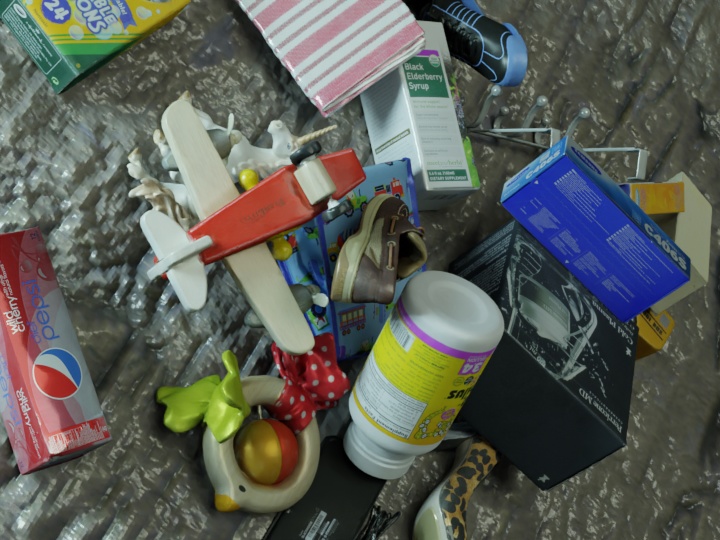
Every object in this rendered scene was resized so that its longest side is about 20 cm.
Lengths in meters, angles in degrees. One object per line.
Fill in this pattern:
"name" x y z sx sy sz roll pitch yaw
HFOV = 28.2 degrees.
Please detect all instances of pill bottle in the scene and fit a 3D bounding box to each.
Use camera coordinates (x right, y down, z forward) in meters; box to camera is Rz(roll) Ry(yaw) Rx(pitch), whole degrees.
"pill bottle" 0.053 0.106 1.385 0.104 0.201 0.105 19 32 -12

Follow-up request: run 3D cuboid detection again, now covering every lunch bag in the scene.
"lunch bag" 0.000 0.000 1.479 0.150 0.094 0.201 -17 92 -44

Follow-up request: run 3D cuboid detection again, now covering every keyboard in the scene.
"keyboard" -0.035 0.262 1.389 0.104 0.040 0.200 31 55 5

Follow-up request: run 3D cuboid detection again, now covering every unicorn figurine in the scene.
"unicorn figurine" -0.142 -0.112 1.431 0.137 0.074 0.200 43 69 -16

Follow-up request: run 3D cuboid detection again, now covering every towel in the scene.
"towel" -0.041 -0.279 1.535 0.146 0.030 0.200 -36 82 -11

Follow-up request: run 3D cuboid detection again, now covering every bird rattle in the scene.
"bird rattle" -0.094 0.148 1.365 0.199 0.112 0.164 -2 85 -50

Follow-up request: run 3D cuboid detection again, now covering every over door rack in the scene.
"over door rack" 0.216 -0.161 1.628 0.147 0.200 0.067 8 101 -33

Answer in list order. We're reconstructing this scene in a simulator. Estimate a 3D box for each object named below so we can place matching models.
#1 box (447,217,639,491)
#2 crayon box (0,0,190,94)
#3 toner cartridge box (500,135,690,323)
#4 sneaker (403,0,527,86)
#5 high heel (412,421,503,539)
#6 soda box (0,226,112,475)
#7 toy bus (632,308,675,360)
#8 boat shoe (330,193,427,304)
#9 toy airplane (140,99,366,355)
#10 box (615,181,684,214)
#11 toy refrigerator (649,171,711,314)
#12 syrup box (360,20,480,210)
"box" 0.182 0.085 1.518 0.200 0.124 0.197 42 37 -16
"crayon box" -0.258 -0.278 1.413 0.126 0.051 0.200 53 50 -8
"toner cartridge box" 0.251 -0.042 1.522 0.200 0.095 0.043 43 32 -16
"sneaker" 0.114 -0.266 1.627 0.077 0.071 0.200 -5 34 -26
"high heel" 0.121 0.247 1.472 0.142 0.071 0.201 2 63 -29
"soda box" -0.287 0.070 1.244 0.063 0.070 0.201 -14 81 -39
"toy bus" 0.278 0.019 1.682 0.200 0.065 0.078 48 51 -11
"boat shoe" 0.028 -0.016 1.361 0.071 0.073 0.200 13 21 9
"toy airplane" -0.111 -0.039 1.337 0.198 0.141 0.201 16 85 -6
"box" 0.279 -0.078 1.622 0.200 0.118 0.042 -10 97 -58
"toy refrigerator" 0.374 -0.034 1.722 0.070 0.076 0.200 47 29 -13
"syrup box" 0.059 -0.172 1.585 0.078 0.081 0.202 -3 76 -36
